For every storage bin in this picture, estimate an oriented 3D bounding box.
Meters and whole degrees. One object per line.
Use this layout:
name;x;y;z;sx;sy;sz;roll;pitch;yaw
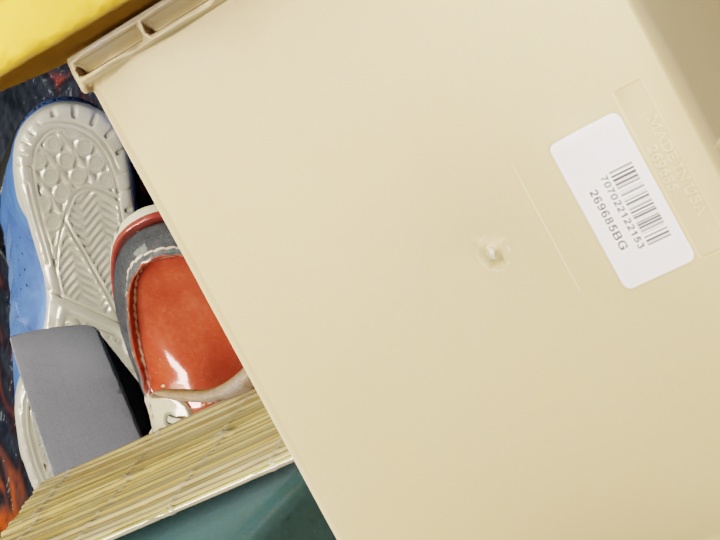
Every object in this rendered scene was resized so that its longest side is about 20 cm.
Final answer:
storage bin;0.055;-0.019;0.702;0.199;0.094;0.200;-26;93;37

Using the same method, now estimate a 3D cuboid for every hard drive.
hard drive;-0.080;0.117;1.103;0.042;0.135;0.200;-31;44;3

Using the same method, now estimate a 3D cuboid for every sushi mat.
sushi mat;-0.049;0.061;0.914;0.200;0.096;0.012;-25;101;26

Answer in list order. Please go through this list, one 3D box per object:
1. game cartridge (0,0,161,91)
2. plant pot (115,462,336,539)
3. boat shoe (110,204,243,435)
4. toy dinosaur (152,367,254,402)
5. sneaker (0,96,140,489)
game cartridge;-0.025;-0.108;0.732;0.176;0.200;0.032;-28;94;19
plant pot;-0.028;0.137;0.920;0.200;0.141;0.141;-51;19;-23
boat shoe;-0.047;0.065;1.014;0.063;0.071;0.200;-82;-21;-53
toy dinosaur;0.000;0.000;0.898;0.200;0.060;0.106;-47;-2;14
sneaker;-0.137;0.013;1.287;0.111;0.077;0.200;-133;37;-77
